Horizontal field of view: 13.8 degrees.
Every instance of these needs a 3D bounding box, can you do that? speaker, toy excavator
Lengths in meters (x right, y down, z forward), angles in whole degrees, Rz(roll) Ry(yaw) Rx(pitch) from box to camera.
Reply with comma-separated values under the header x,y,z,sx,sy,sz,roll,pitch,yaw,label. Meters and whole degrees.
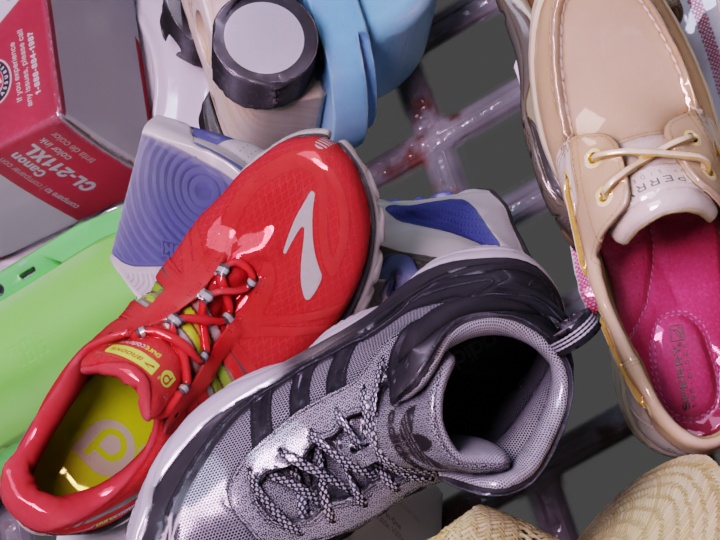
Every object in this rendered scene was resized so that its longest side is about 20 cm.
x,y,z,sx,sy,sz,roll,pitch,yaw,label
-0.134,0.037,1.333,0.199,0.088,0.089,-30,48,15,speaker
0.007,-0.153,1.358,0.199,0.100,0.196,-12,66,-13,toy excavator

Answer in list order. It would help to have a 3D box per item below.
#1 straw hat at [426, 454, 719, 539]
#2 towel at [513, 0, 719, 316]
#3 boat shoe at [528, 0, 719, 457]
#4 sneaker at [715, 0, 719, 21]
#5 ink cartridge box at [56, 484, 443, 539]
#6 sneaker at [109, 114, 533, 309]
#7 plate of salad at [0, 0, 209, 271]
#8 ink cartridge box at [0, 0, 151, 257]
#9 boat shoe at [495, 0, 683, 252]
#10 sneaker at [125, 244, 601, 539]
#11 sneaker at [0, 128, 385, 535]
x,y,z,sx,sy,sz,roll,pitch,yaw,label
0.047,0.136,1.084,0.201,0.085,0.201,-53,16,22,straw hat
0.166,-0.077,1.239,0.199,0.030,0.147,-27,50,17,towel
0.115,-0.024,1.143,0.073,0.069,0.201,-16,94,-3,boat shoe
0.193,-0.050,1.155,0.084,0.075,0.202,-6,88,-7,sneaker
-0.050,0.170,1.186,0.144,0.088,0.201,-14,56,25,ink cartridge box
0.001,0.000,1.236,0.198,0.115,0.081,25,111,11,sneaker
-0.141,-0.063,1.430,0.199,0.048,0.201,-13,64,30,plate of salad
-0.204,-0.077,1.395,0.199,0.083,0.147,-24,60,23,ink cartridge box
0.100,-0.102,1.239,0.073,0.076,0.201,-19,63,14,boat shoe
0.001,0.064,1.093,0.200,0.076,0.114,-37,12,-7,sneaker
-0.065,0.032,1.152,0.077,0.085,0.200,41,103,10,sneaker
